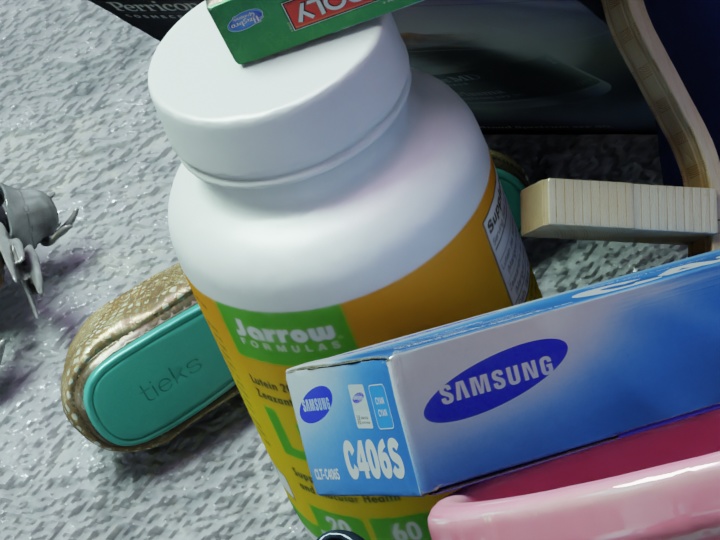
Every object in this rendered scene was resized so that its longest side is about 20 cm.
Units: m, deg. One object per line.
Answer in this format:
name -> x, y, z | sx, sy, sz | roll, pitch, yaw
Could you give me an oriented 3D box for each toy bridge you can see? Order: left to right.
toy bridge -> 0.087, -0.020, 0.906 | 0.067, 0.200, 0.027 | 3, -10, -18

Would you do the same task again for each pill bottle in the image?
pill bottle -> 0.000, 0.000, 0.935 | 0.111, 0.200, 0.111 | -14, 38, 11

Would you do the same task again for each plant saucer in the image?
plant saucer -> 0.120, 0.061, 0.745 | 0.200, 0.051, 0.201 | -15, -1, 0

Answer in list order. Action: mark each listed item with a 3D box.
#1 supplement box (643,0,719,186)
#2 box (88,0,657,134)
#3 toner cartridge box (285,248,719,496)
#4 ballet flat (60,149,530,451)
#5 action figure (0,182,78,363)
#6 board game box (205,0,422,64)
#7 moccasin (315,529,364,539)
supplement box -> 0.209, -0.096, 0.973 | 0.200, 0.109, 0.109 | -25, 27, -30
box -> 0.027, -0.133, 1.065 | 0.200, 0.198, 0.123 | 1, 76, 29
toner cartridge box -> 0.087, 0.023, 0.834 | 0.200, 0.043, 0.095 | -15, 0, -20
ballet flat -> -0.030, 0.001, 1.064 | 0.200, 0.071, 0.065 | -25, 23, -9
action figure -> -0.208, 0.016, 1.136 | 0.200, 0.069, 0.130 | -27, 30, -12
board game box -> 0.008, -0.162, 0.917 | 0.134, 0.029, 0.200 | -18, 44, 10
moccasin -> -0.021, 0.166, 0.851 | 0.080, 0.068, 0.200 | -12, 38, 13
